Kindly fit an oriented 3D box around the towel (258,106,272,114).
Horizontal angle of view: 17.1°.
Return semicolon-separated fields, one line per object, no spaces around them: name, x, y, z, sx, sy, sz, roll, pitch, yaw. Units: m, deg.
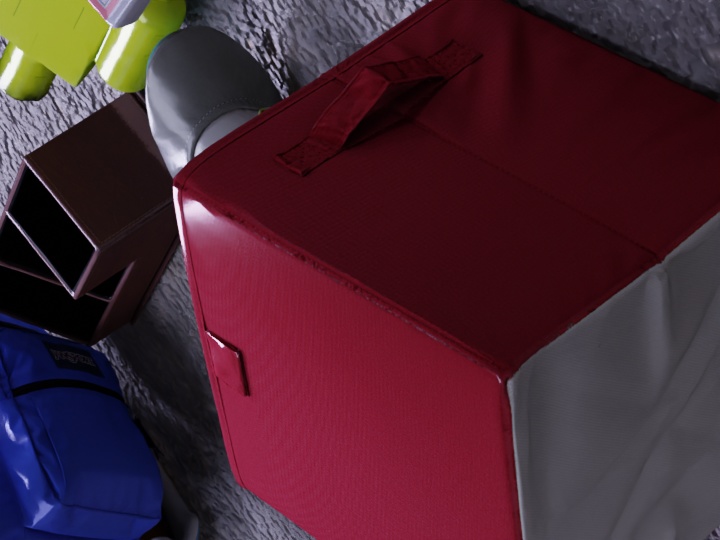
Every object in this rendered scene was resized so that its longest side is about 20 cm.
towel;0.000;0.000;1.133;0.086;0.018;0.200;5;136;7

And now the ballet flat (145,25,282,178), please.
ballet flat;-0.045;-0.030;1.162;0.064;0.067;0.200;41;157;48

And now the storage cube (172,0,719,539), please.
storage cube;0.055;0.021;0.955;0.180;0.171;0.200;31;143;36

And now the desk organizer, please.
desk organizer;-0.155;-0.016;1.335;0.072;0.077;0.200;50;152;8

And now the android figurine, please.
android figurine;-0.165;-0.166;1.176;0.182;0.041;0.200;37;142;-3

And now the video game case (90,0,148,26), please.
video game case;-0.135;-0.227;1.060;0.200;0.017;0.143;48;125;12

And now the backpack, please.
backpack;-0.219;0.107;1.427;0.162;0.168;0.200;24;-149;-57

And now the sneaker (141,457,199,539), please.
sneaker;-0.177;0.121;1.533;0.200;0.076;0.081;45;139;9
